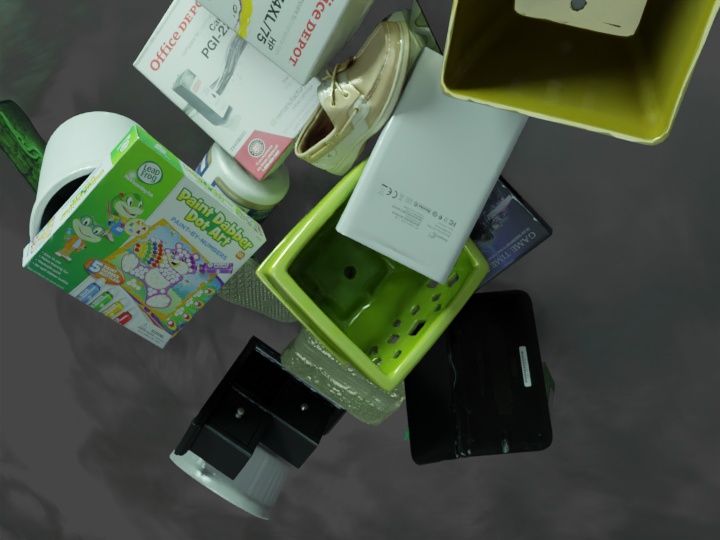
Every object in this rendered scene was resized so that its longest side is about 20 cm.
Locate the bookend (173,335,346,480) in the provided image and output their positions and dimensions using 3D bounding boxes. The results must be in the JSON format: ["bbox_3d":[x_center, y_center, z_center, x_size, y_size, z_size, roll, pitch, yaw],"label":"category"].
[{"bbox_3d":[-0.145,0.241,1.047,0.197,0.201,0.092,35,129,-2],"label":"bookend"}]

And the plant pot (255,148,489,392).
[{"bbox_3d":[0.000,0.000,0.816,0.200,0.199,0.181,46,164,-13],"label":"plant pot"}]

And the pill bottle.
[{"bbox_3d":[-0.189,-0.081,0.908,0.111,0.111,0.200,41,127,-8],"label":"pill bottle"}]

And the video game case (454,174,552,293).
[{"bbox_3d":[0.119,-0.077,0.842,0.200,0.019,0.143,43,127,-9],"label":"video game case"}]

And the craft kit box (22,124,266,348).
[{"bbox_3d":[-0.246,-0.030,0.793,0.198,0.049,0.199,-46,127,6],"label":"craft kit box"}]

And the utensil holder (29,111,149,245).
[{"bbox_3d":[-0.328,-0.095,0.868,0.167,0.201,0.173,-11,126,-16],"label":"utensil holder"}]

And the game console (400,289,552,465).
[{"bbox_3d":[0.145,0.143,0.894,0.172,0.204,0.117,-5,162,1],"label":"game console"}]

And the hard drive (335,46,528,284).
[{"bbox_3d":[0.075,-0.104,0.702,0.130,0.026,0.203,25,96,-13],"label":"hard drive"}]

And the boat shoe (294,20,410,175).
[{"bbox_3d":[-0.014,-0.174,0.702,0.068,0.075,0.201,7,143,-24],"label":"boat shoe"}]

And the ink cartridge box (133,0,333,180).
[{"bbox_3d":[-0.139,-0.230,0.791,0.200,0.085,0.146,42,113,-6],"label":"ink cartridge box"}]

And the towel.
[{"bbox_3d":[-0.018,0.151,1.038,0.199,0.037,0.149,36,127,-3],"label":"towel"}]

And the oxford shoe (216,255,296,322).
[{"bbox_3d":[-0.148,0.012,0.938,0.075,0.059,0.199,-31,141,22],"label":"oxford shoe"}]

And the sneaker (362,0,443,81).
[{"bbox_3d":[0.071,-0.183,0.747,0.087,0.074,0.202,-27,100,13],"label":"sneaker"}]

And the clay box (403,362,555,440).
[{"bbox_3d":[0.164,0.197,0.941,0.197,0.115,0.048,-16,117,31],"label":"clay box"}]

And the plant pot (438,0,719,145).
[{"bbox_3d":[0.196,-0.257,0.590,0.196,0.177,0.203,16,126,11],"label":"plant pot"}]

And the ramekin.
[{"bbox_3d":[-0.212,0.323,1.144,0.198,0.099,0.201,30,165,9],"label":"ramekin"}]

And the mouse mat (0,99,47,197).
[{"bbox_3d":[-0.453,-0.149,0.957,0.007,0.161,0.202,-30,110,1],"label":"mouse mat"}]

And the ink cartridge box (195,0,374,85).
[{"bbox_3d":[-0.075,-0.324,0.669,0.199,0.147,0.147,37,137,-5],"label":"ink cartridge box"}]
